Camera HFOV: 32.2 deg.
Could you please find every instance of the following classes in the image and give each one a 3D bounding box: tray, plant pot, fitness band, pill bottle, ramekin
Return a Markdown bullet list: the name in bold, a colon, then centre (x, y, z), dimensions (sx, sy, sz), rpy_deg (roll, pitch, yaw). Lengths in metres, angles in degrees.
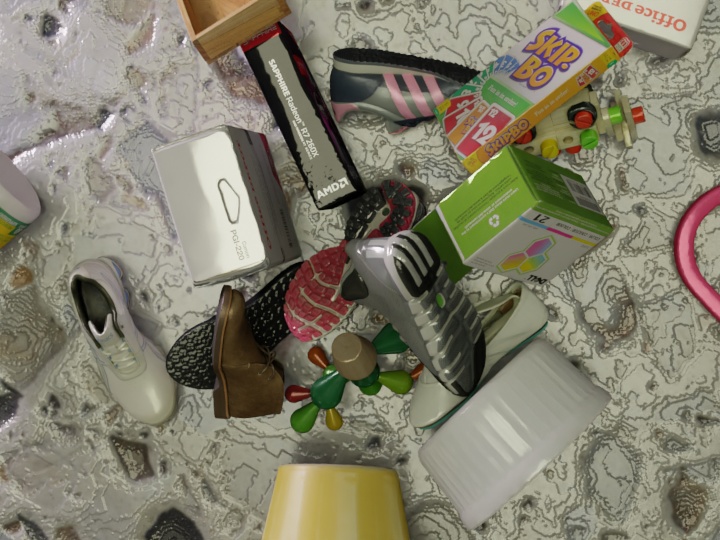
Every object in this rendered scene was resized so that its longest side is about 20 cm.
- **tray**: centre (-0.142, -0.297, 1.287), dimensions (0.098, 0.200, 0.037), rpy_deg (-30, 133, 6)
- **plant pot**: centre (-0.026, 0.302, 1.308), dimensions (0.199, 0.201, 0.190), rpy_deg (1, 77, 5)
- **fitness band**: centre (0.426, -0.002, 1.321), dimensions (0.144, 0.037, 0.200), rpy_deg (-45, 88, 6)
- **pill bottle**: centre (-0.457, -0.043, 1.356), dimensions (0.200, 0.113, 0.113), rpy_deg (-38, 89, 5)
- **ramekin**: centre (0.152, 0.162, 1.277), dimensions (0.200, 0.200, 0.098), rpy_deg (-44, 81, 6)

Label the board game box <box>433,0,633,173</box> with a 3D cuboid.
- **board game box**: centre (0.169, -0.189, 1.239), dimensions (0.200, 0.096, 0.030), rpy_deg (-35, 132, 12)

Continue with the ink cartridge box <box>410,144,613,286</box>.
- **ink cartridge box**: centre (0.131, -0.022, 1.257), dimensions (0.200, 0.147, 0.076), rpy_deg (-42, 57, 26)

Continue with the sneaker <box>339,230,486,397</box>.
- **sneaker**: centre (0.044, 0.039, 1.237), dimensions (0.115, 0.075, 0.201), rpy_deg (4, 132, 41)

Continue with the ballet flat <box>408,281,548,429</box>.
- **ballet flat**: centre (0.114, 0.082, 1.308), dimensions (0.200, 0.069, 0.070), rpy_deg (-39, 89, -20)

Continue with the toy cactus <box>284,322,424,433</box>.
- **toy cactus**: centre (-0.001, 0.091, 1.306), dimensions (0.199, 0.165, 0.103), rpy_deg (-28, 70, 1)

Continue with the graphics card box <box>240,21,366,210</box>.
- **graphics card box**: centre (-0.060, -0.161, 1.310), dimensions (0.051, 0.125, 0.201), rpy_deg (-24, 90, 5)

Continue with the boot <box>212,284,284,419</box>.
- **boot**: centre (-0.113, 0.084, 1.268), dimensions (0.075, 0.200, 0.074), rpy_deg (6, 52, 3)

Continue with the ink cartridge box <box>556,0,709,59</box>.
- **ink cartridge box**: centre (0.303, -0.338, 1.289), dimensions (0.145, 0.084, 0.201), rpy_deg (19, 94, 4)

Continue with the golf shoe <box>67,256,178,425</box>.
- **golf shoe**: centre (-0.267, 0.083, 1.355), dimensions (0.078, 0.097, 0.201), rpy_deg (-28, 92, 4)

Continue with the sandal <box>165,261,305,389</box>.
- **sandal**: centre (-0.122, 0.063, 1.368), dimensions (0.200, 0.048, 0.076), rpy_deg (-32, 104, -8)

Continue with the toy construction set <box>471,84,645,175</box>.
- **toy construction set**: centre (0.203, -0.131, 1.294), dimensions (0.199, 0.092, 0.131), rpy_deg (-24, 135, 5)

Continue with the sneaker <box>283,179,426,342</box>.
- **sneaker**: centre (0.000, 0.000, 1.332), dimensions (0.200, 0.075, 0.081), rpy_deg (-48, 61, 6)

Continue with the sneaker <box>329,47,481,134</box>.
- **sneaker**: centre (0.064, -0.183, 1.337), dimensions (0.199, 0.070, 0.082), rpy_deg (12, 115, 4)

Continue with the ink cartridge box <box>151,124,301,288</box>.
- **ink cartridge box**: centre (-0.132, -0.066, 1.283), dimensions (0.084, 0.200, 0.146), rpy_deg (-17, 91, 6)
